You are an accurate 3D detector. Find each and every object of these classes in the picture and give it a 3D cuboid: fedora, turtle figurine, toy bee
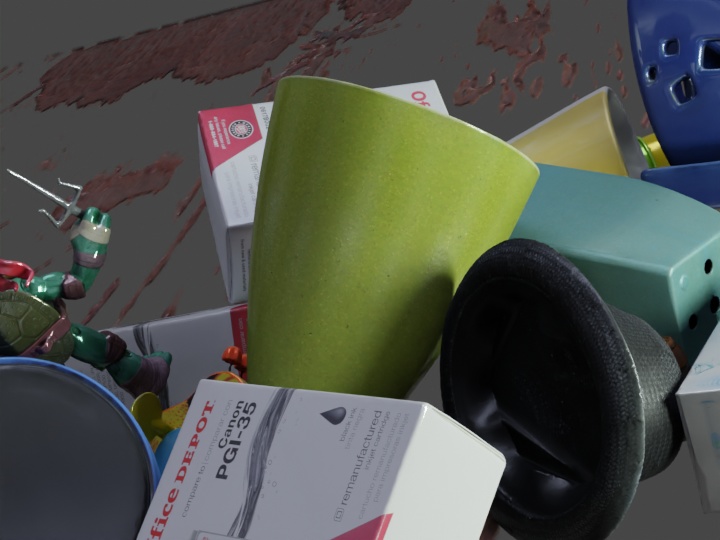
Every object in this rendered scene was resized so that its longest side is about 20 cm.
[{"bbox_3d":[0.134,0.075,1.300,0.091,0.203,0.200,-2,7,-32],"label":"fedora"},{"bbox_3d":[-0.225,0.027,1.450,0.149,0.200,0.101,-12,42,32],"label":"turtle figurine"},{"bbox_3d":[-0.102,0.115,1.477,0.198,0.110,0.131,-5,-27,4],"label":"toy bee"}]

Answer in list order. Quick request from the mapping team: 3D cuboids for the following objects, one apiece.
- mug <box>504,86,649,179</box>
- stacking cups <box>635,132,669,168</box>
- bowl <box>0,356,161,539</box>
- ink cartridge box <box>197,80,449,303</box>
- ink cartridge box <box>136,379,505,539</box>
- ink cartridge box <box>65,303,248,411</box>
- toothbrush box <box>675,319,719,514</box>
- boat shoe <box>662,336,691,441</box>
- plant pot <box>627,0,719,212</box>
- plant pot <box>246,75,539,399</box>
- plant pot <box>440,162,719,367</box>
[{"bbox_3d":[0.152,-0.061,1.716,0.152,0.187,0.151,-20,59,15],"label":"mug"},{"bbox_3d":[0.202,-0.076,1.881,0.198,0.061,0.061,-19,17,-8],"label":"stacking cups"},{"bbox_3d":[-0.224,0.147,1.359,0.199,0.202,0.039,-23,-21,-21],"label":"bowl"},{"bbox_3d":[-0.020,-0.064,1.651,0.198,0.086,0.148,-10,43,-9],"label":"ink cartridge box"},{"bbox_3d":[-0.032,0.150,1.227,0.199,0.083,0.148,2,64,46],"label":"ink cartridge box"},{"bbox_3d":[-0.115,0.072,1.603,0.198,0.084,0.147,-10,-1,18],"label":"ink cartridge box"},{"bbox_3d":[0.294,0.065,1.306,0.145,0.086,0.200,-7,20,28],"label":"toothbrush box"},{"bbox_3d":[0.126,0.094,1.397,0.198,0.068,0.072,-15,17,3],"label":"boat shoe"},{"bbox_3d":[0.329,-0.119,1.624,0.198,0.182,0.199,-4,-15,32],"label":"plant pot"},{"bbox_3d":[0.000,0.000,1.398,0.186,0.202,0.187,19,-6,2],"label":"plant pot"},{"bbox_3d":[0.168,0.015,1.495,0.199,0.143,0.141,4,26,43],"label":"plant pot"}]
